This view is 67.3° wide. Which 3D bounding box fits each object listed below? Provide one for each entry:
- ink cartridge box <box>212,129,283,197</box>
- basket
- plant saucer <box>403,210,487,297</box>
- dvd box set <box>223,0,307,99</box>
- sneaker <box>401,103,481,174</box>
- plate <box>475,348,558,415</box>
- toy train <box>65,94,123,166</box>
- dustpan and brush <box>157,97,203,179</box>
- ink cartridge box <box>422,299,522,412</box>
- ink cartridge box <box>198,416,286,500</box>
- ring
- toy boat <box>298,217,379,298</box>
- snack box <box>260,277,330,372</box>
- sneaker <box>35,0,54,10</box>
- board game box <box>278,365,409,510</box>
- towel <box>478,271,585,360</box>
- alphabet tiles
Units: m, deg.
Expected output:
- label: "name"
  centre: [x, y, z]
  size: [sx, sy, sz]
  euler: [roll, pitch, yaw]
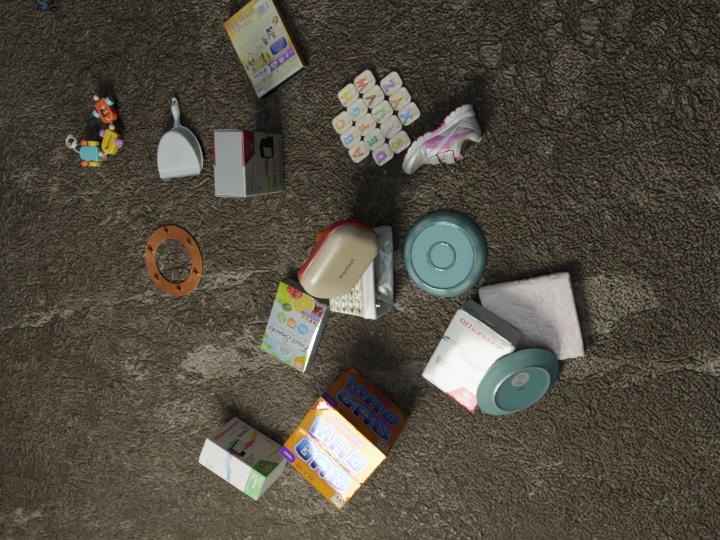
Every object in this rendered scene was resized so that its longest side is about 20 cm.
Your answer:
- label: "ink cartridge box"
  centre: [-0.260, -0.255, 1.282]
  size: [0.082, 0.200, 0.148]
  euler: [4, 103, 17]
- label: "basket"
  centre: [0.000, 0.000, 1.268]
  size: [0.122, 0.135, 0.203]
  euler: [2, 100, 23]
- label: "plant saucer"
  centre: [0.190, -0.035, 1.245]
  size: [0.197, 0.027, 0.203]
  euler: [4, 101, 20]
- label: "dvd box set"
  centre: [-0.230, -0.541, 1.303]
  size: [0.145, 0.029, 0.202]
  euler: [-26, 91, 24]
- label: "sneaker"
  centre: [0.178, -0.266, 1.173]
  size: [0.199, 0.081, 0.089]
  euler: [-36, 85, 24]
- label: "plate"
  centre: [0.345, 0.251, 1.173]
  size: [0.197, 0.026, 0.202]
  euler: [-9, 127, -11]
- label: "toy train"
  centre: [-0.729, -0.384, 1.521]
  size: [0.199, 0.056, 0.151]
  euler: [-36, 85, 20]
- label: "dustpan and brush"
  centre: [-0.485, -0.354, 1.436]
  size: [0.138, 0.057, 0.203]
  euler: [-3, 106, 20]
- label: "ink cartridge box"
  centre: [0.250, 0.189, 1.215]
  size: [0.145, 0.083, 0.202]
  euler: [35, 119, 19]
- label: "ink cartridge box"
  centre: [-0.317, 0.511, 1.488]
  size: [0.198, 0.145, 0.085]
  euler: [27, 108, 15]
- label: "ring"
  centre: [-0.534, -0.025, 1.534]
  size: [0.198, 0.019, 0.203]
  euler: [4, 101, 21]
- label: "toy boat"
  centre: [-0.059, -0.040, 1.166]
  size: [0.201, 0.129, 0.131]
  euler: [-53, 44, 24]
- label: "snack box"
  centre: [-0.166, 0.141, 1.405]
  size: [0.141, 0.053, 0.202]
  euler: [26, 109, 16]
- label: "sneaker"
  centre: [-0.921, -0.818, 1.497]
  size: [0.078, 0.070, 0.201]
  euler: [-37, 87, 17]
- label: "board game box"
  centre: [-0.036, 0.402, 1.326]
  size: [0.199, 0.200, 0.201]
  euler: [39, 112, 9]
- label: "towel"
  centre: [0.379, 0.111, 1.197]
  size: [0.198, 0.032, 0.194]
  euler: [-12, 97, 24]
- label: "alphabet tiles"
  centre: [0.032, -0.351, 1.249]
  size: [0.194, 0.015, 0.202]
  euler: [-31, 89, 24]
